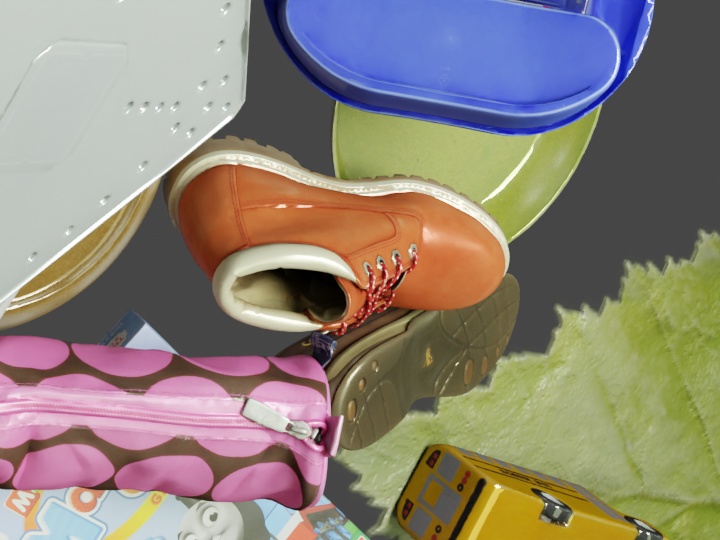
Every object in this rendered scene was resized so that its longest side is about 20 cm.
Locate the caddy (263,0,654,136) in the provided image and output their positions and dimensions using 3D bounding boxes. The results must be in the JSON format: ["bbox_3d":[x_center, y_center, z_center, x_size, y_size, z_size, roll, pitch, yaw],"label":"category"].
[{"bbox_3d":[0.048,-0.143,0.812,0.197,0.105,0.143,10,92,0],"label":"caddy"}]

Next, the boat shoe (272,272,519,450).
[{"bbox_3d":[0.023,0.039,0.962,0.199,0.067,0.073,-24,126,-49],"label":"boat shoe"}]

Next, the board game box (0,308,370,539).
[{"bbox_3d":[-0.105,0.144,0.898,0.151,0.037,0.200,-48,116,-8],"label":"board game box"}]

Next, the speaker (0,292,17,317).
[{"bbox_3d":[-0.167,-0.033,0.719,0.081,0.081,0.201,32,91,-44],"label":"speaker"}]

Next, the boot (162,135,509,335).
[{"bbox_3d":[0.000,0.000,0.860,0.198,0.108,0.076,10,120,-27],"label":"boot"}]

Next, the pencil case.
[{"bbox_3d":[-0.110,0.072,0.805,0.197,0.094,0.092,3,95,-20],"label":"pencil case"}]

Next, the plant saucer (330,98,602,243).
[{"bbox_3d":[0.058,-0.099,0.939,0.198,0.031,0.202,-18,122,-31],"label":"plant saucer"}]

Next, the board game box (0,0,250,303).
[{"bbox_3d":[-0.118,-0.066,0.605,0.200,0.026,0.201,-41,162,-24],"label":"board game box"}]

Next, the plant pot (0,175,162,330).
[{"bbox_3d":[-0.169,-0.056,0.779,0.198,0.027,0.202,-20,125,-31],"label":"plant pot"}]

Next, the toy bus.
[{"bbox_3d":[0.120,0.174,1.105,0.199,0.078,0.066,22,98,-44],"label":"toy bus"}]
